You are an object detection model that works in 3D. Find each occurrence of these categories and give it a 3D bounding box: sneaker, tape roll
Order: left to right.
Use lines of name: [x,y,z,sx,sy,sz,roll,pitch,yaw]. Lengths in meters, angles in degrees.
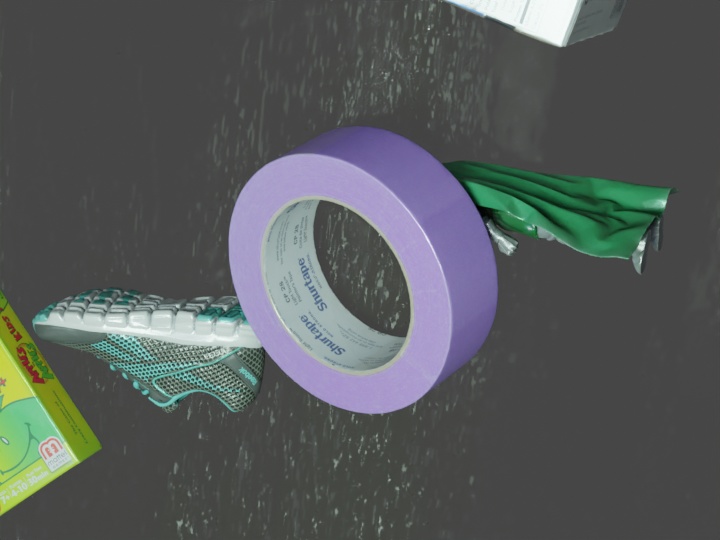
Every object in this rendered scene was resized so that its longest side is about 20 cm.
sneaker: [-0.164,0.067,1.442,0.199,0.078,0.092,6,106,18]
tape roll: [0.000,0.000,1.343,0.199,0.066,0.201,19,124,31]

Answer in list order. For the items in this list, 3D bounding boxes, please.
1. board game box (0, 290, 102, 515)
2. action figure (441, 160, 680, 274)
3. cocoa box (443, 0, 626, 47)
board game box: [-0.309,0.091,1.503,0.101,0.048,0.201,-33,90,20]
action figure: [0.117,-0.045,1.329,0.199,0.118,0.055,14,117,23]
cocoa box: [0.117,-0.238,1.229,0.131,0.200,0.134,23,107,12]
